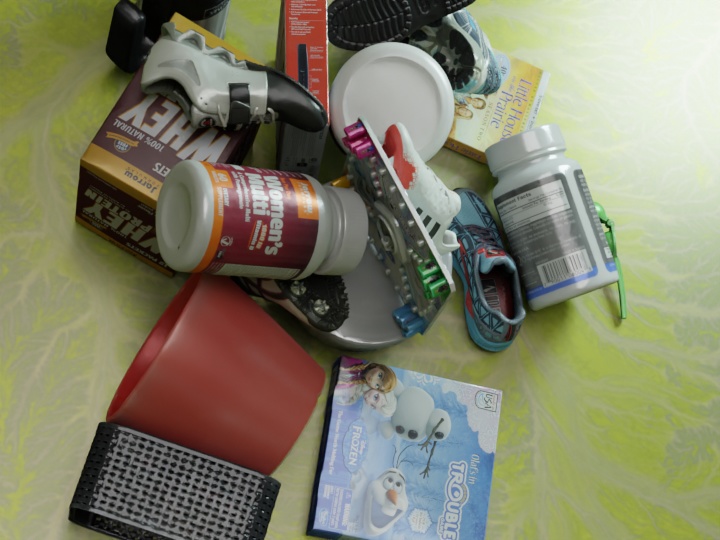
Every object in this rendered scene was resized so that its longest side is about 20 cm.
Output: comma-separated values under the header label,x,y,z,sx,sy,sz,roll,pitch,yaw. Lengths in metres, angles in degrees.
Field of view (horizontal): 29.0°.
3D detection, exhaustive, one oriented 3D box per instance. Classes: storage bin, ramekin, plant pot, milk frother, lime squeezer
label,x,y,z,sx,sy,sz,roll,pitch,yaw
storage bin,-0.195,0.240,1.451,0.198,0.135,0.095,20,70,-6
ramekin,0.000,0.000,1.603,0.200,0.094,0.205,4,71,-12
plant pot,-0.145,0.120,1.486,0.176,0.200,0.202,33,67,-10
milk frother,-0.247,-0.353,1.612,0.179,0.188,0.201,-26,79,-21
lime squeezer,0.287,-0.039,1.717,0.070,0.038,0.201,-36,84,-21

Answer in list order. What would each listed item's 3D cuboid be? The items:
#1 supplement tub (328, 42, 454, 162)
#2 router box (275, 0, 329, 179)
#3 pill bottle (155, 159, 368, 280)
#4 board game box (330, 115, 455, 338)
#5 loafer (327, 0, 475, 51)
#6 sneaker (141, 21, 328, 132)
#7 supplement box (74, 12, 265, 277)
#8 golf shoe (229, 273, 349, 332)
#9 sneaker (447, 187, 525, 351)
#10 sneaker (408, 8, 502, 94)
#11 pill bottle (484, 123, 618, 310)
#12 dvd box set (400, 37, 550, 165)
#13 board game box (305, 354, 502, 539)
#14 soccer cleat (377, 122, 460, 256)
label,x,y,z,sx,sy,sz,roll,pitch,yaw
supplement tub,0.030,-0.184,1.598,0.138,0.200,0.142,0,95,-3
router box,-0.069,-0.209,1.598,0.048,0.200,0.182,1,72,-6
pill bottle,-0.097,-0.047,1.405,0.198,0.109,0.111,4,69,-33
board game box,0.027,-0.038,1.464,0.026,0.200,0.202,-25,79,-12
loafer,0.046,-0.316,1.652,0.198,0.071,0.074,-18,116,-6
sneaker,-0.133,-0.172,1.431,0.198,0.074,0.089,23,68,4
supplement box,-0.207,-0.133,1.542,0.132,0.197,0.201,30,68,-3
golf shoe,-0.092,0.001,1.510,0.200,0.088,0.077,45,46,16
sneaker,0.154,-0.012,1.644,0.078,0.096,0.202,-13,75,-18
sneaker,0.112,-0.289,1.718,0.086,0.078,0.202,13,46,-46
pill bottle,0.223,-0.064,1.655,0.113,0.114,0.202,-17,85,-18
dvd box set,0.126,-0.221,1.743,0.198,0.029,0.148,23,68,-5
board game box,0.052,0.215,1.571,0.197,0.043,0.202,13,69,-11
soccer cleat,0.065,-0.084,1.497,0.084,0.201,0.069,-14,45,-5
